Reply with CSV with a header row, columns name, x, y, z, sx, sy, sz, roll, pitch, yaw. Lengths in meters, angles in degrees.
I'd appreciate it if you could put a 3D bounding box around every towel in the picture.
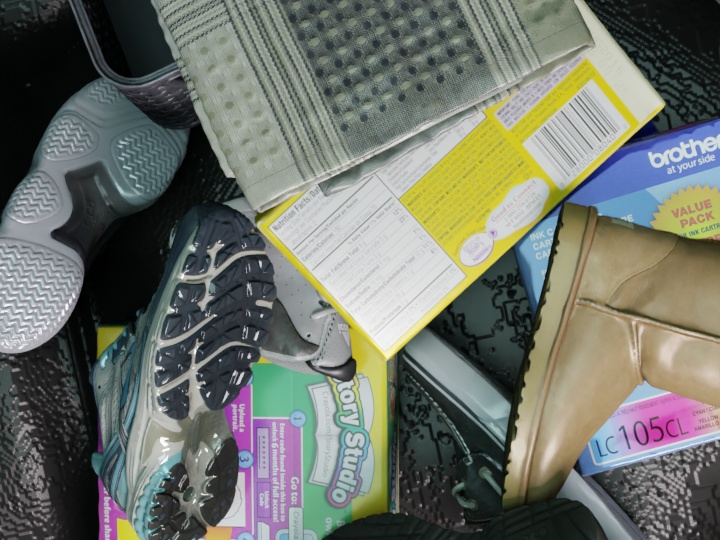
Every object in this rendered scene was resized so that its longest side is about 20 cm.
name,x,y,z,sx,sy,sz,roll,pitch,yaw
towel,-0.009,-0.147,0.732,0.192,0.035,0.201,-25,76,2

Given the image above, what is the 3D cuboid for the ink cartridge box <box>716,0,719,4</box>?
name,x,y,z,sx,sy,sz,roll,pitch,yaw
ink cartridge box,0.219,-0.266,0.786,0.145,0.083,0.200,43,98,4

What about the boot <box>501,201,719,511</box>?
name,x,y,z,sx,sy,sz,roll,pitch,yaw
boot,0.182,0.064,0.747,0.199,0.066,0.176,14,99,5

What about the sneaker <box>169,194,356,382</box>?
name,x,y,z,sx,sy,sz,roll,pitch,yaw
sneaker,0.000,0.000,0.805,0.199,0.075,0.116,-20,72,11

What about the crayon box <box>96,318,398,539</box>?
name,x,y,z,sx,sy,sz,roll,pitch,yaw
crayon box,-0.064,0.129,0.864,0.172,0.058,0.201,0,92,7

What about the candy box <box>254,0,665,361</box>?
name,x,y,z,sx,sy,sz,roll,pitch,yaw
candy box,0.051,-0.056,0.754,0.200,0.026,0.102,-42,104,1

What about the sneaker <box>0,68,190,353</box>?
name,x,y,z,sx,sy,sz,roll,pitch,yaw
sneaker,-0.177,-0.029,0.863,0.075,0.114,0.200,36,62,-11

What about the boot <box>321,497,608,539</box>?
name,x,y,z,sx,sy,sz,roll,pitch,yaw
boot,0.071,0.189,0.783,0.199,0.068,0.131,-13,133,35

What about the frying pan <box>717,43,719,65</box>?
name,x,y,z,sx,sy,sz,roll,pitch,yaw
frying pan,0.271,-0.047,0.795,0.115,0.031,0.191,-19,97,-20

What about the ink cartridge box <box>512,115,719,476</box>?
name,x,y,z,sx,sy,sz,roll,pitch,yaw
ink cartridge box,0.159,-0.003,0.816,0.136,0.076,0.201,-17,89,9

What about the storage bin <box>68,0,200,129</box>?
name,x,y,z,sx,sy,sz,roll,pitch,yaw
storage bin,-0.100,-0.197,0.812,0.135,0.094,0.201,-24,78,5

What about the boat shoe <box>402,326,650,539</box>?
name,x,y,z,sx,sy,sz,roll,pitch,yaw
boat shoe,0.085,0.121,0.830,0.071,0.072,0.200,-43,82,5

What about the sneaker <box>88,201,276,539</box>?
name,x,y,z,sx,sy,sz,roll,pitch,yaw
sneaker,-0.108,0.050,0.776,0.086,0.077,0.201,32,119,33
